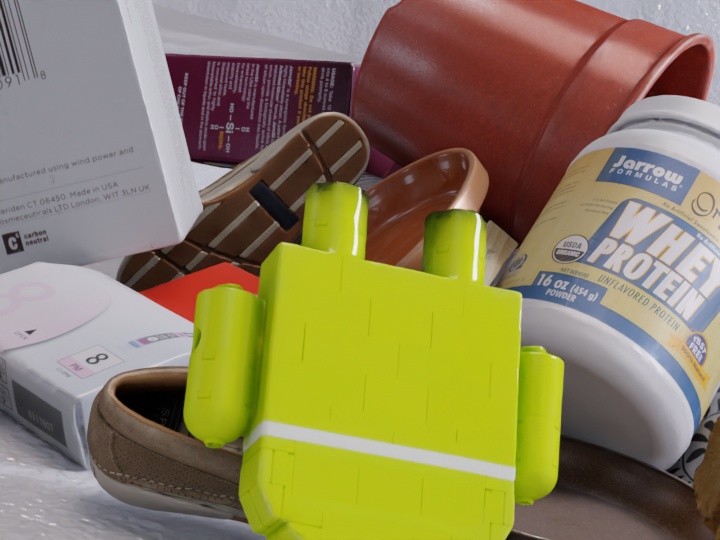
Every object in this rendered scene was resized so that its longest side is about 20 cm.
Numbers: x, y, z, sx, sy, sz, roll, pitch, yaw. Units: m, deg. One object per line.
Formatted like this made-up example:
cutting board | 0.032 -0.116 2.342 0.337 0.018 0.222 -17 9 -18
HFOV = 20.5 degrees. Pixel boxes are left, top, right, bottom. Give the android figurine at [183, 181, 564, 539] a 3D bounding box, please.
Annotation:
android figurine | 0.010 0.062 0.904 0.182 0.201 0.041 10 -22 -18

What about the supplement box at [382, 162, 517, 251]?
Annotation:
supplement box | 0.121 -0.041 1.564 0.200 0.131 0.103 5 49 -37

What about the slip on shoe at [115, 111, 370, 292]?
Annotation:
slip on shoe | -0.080 -0.033 1.340 0.076 0.200 0.061 48 -13 -4

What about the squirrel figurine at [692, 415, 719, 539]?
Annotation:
squirrel figurine | 0.260 0.134 0.941 0.186 0.142 0.200 16 13 -16

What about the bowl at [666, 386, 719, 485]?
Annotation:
bowl | 0.274 0.106 1.181 0.200 0.094 0.201 12 11 -2

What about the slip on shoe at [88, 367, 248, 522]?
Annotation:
slip on shoe | -0.029 0.083 0.943 0.199 0.061 0.076 10 51 2

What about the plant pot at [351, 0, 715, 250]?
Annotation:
plant pot | 0.113 -0.115 1.387 0.195 0.201 0.201 30 17 19

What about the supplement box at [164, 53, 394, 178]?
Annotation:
supplement box | -0.062 -0.123 1.604 0.200 0.086 0.110 7 0 33

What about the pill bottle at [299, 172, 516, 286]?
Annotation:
pill bottle | 0.011 -0.006 1.394 0.110 0.111 0.200 3 14 -38

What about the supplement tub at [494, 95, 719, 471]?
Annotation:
supplement tub | 0.165 0.008 1.188 0.144 0.200 0.145 25 -29 15

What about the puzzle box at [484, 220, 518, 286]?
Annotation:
puzzle box | 0.031 0.041 1.146 0.025 0.133 0.200 40 15 2

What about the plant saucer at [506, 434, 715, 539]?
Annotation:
plant saucer | 0.098 0.125 1.056 0.200 0.032 0.200 11 12 -2

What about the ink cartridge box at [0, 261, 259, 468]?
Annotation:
ink cartridge box | -0.114 0.028 1.099 0.200 0.057 0.162 -26 32 -31

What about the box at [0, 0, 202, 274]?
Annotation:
box | -0.217 -0.097 1.213 0.198 0.201 0.131 -13 10 5

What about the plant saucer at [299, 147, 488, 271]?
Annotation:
plant saucer | 0.000 0.000 1.238 0.032 0.200 0.200 50 3 -14
